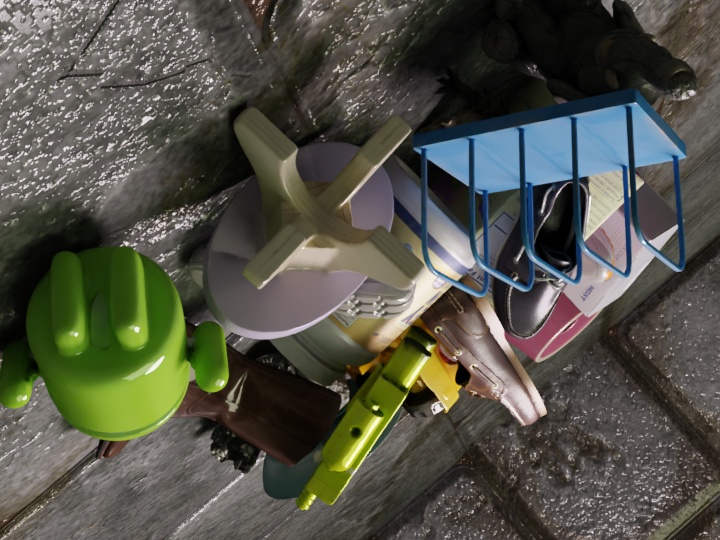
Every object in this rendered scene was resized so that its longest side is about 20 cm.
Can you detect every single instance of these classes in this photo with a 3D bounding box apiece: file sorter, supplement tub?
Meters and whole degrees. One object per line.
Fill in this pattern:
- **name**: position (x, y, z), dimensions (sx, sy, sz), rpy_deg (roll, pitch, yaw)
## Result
- **file sorter**: position (0.163, -0.056, 1.020), dimensions (0.199, 0.123, 0.139), rpy_deg (-8, 162, 30)
- **supplement tub**: position (0.000, 0.000, 1.151), dimensions (0.200, 0.145, 0.144), rpy_deg (-44, 163, 9)

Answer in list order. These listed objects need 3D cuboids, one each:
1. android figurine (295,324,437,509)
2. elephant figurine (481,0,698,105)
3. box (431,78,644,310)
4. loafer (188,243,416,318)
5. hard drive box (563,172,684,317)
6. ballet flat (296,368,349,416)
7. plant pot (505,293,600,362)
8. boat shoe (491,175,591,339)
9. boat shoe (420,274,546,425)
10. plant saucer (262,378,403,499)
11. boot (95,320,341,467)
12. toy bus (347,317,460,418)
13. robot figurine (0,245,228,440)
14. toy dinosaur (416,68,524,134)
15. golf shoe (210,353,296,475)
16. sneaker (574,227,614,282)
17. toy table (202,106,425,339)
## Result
- **android figurine**: position (0.002, 0.145, 1.145), dimensions (0.200, 0.041, 0.182), rpy_deg (-55, 178, 13)
- **elephant figurine**: position (0.214, -0.182, 1.059), dimensions (0.155, 0.200, 0.142), rpy_deg (-25, 151, -46)
- **box**: position (0.175, -0.084, 1.258), dimensions (0.200, 0.097, 0.176), rpy_deg (-46, -159, 18)
- **loafer**: position (-0.050, -0.004, 1.050), dimensions (0.199, 0.070, 0.070), rpy_deg (7, 153, -3)
- **hard drive box**: position (0.263, -0.071, 1.447), dimensions (0.077, 0.200, 0.156), rpy_deg (-26, 158, -38)
- **ballet flat**: position (-0.051, 0.118, 1.427), dimensions (0.072, 0.072, 0.200), rpy_deg (-41, -166, 1)
- **plant pot**: position (0.226, 0.016, 1.615), dimensions (0.200, 0.179, 0.200), rpy_deg (-36, 163, -13)
- **boat shoe**: position (0.176, -0.015, 1.157), dimensions (0.063, 0.072, 0.201), rpy_deg (-100, -159, -64)
- **boat shoe**: position (0.124, 0.092, 1.222), dimensions (0.070, 0.070, 0.200), rpy_deg (-36, 120, -3)
- **plant saucer**: position (-0.041, 0.186, 1.404), dimensions (0.199, 0.036, 0.200), rpy_deg (-31, -162, 11)
- **boot**: position (-0.136, 0.152, 1.159), dimensions (0.187, 0.199, 0.064), rpy_deg (-51, -158, 27)
- **toy bus**: position (0.069, 0.048, 1.324), dimensions (0.192, 0.136, 0.200), rpy_deg (-40, -154, -20)
- **robot figurine**: position (-0.192, 0.059, 0.927), dimensions (0.174, 0.116, 0.200), rpy_deg (-7, 153, -8)
- **toy dinosaur**: position (0.120, -0.144, 1.110), dimensions (0.088, 0.199, 0.048), rpy_deg (34, 73, -43)
- **golf shoe**: position (-0.122, 0.152, 1.417), dimensions (0.200, 0.077, 0.088), rpy_deg (-59, 179, 42)
- **sneaker**: position (0.202, -0.036, 1.396), dimensions (0.092, 0.200, 0.076), rpy_deg (-33, 143, -31)
- **toy table**: position (-0.037, -0.043, 0.953), dimensions (0.201, 0.183, 0.117), rpy_deg (-61, -173, -25)
